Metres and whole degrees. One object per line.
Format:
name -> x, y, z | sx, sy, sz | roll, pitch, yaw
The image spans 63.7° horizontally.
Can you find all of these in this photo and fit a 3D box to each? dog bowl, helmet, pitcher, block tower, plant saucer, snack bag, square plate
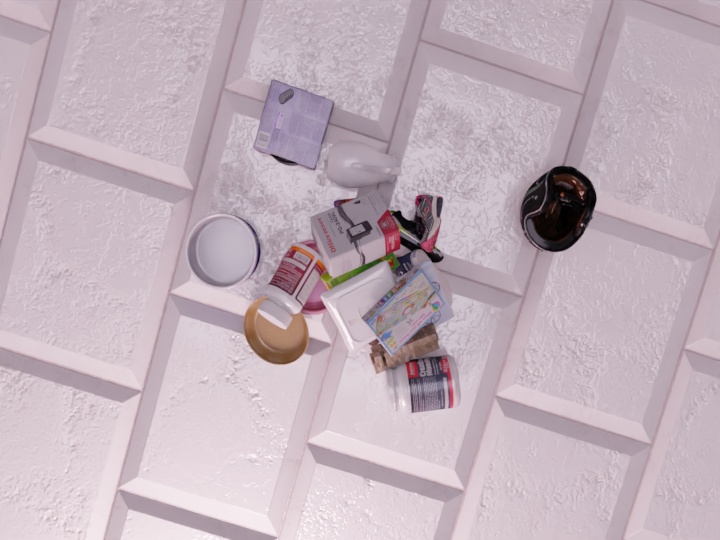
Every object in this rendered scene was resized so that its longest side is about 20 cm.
dog bowl -> -0.374, -0.053, 1.587 | 0.194, 0.079, 0.207 | 0, 93, -1
helmet -> 0.516, -0.155, 1.538 | 0.194, 0.192, 0.205 | 6, 55, -9
pitcher -> 0.010, -0.276, 1.532 | 0.194, 0.172, 0.125 | 6, 99, -2
block tower -> 0.120, 0.211, 1.568 | 0.195, 0.058, 0.055 | -23, 118, -2
plant saucer -> -0.132, 0.018, 1.610 | 0.194, 0.051, 0.207 | 0, 94, 0
snack bag -> 0.140, 0.090, 1.560 | 0.185, 0.022, 0.203 | -27, 117, 2
square plate -> 0.021, 0.102, 1.512 | 0.194, 0.029, 0.203 | -27, 117, 0
plant saucer -> -0.229, 0.161, 1.602 | 0.194, 0.035, 0.206 | 5, 108, 14

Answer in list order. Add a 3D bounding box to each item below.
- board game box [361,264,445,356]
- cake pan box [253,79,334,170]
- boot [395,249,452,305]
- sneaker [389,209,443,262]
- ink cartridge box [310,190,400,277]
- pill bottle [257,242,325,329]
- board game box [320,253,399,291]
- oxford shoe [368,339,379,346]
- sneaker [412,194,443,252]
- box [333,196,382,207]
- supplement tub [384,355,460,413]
board game box -> 0.113, 0.105, 1.501 | 0.199, 0.034, 0.135 | -42, 120, -6
cake pan box -> -0.182, -0.392, 1.583 | 0.179, 0.052, 0.206 | 16, 93, 0
boot -> 0.175, 0.029, 1.613 | 0.089, 0.073, 0.202 | -16, 119, 41
sneaker -> 0.157, -0.100, 1.595 | 0.197, 0.071, 0.084 | 33, 70, -13
ink cartridge box -> -0.015, -0.094, 1.471 | 0.195, 0.084, 0.147 | -23, 59, -10
pill bottle -> -0.179, 0.040, 1.504 | 0.108, 0.110, 0.203 | 31, 74, -3
board game box -> 0.000, 0.000, 1.534 | 0.199, 0.047, 0.103 | -39, 118, -13
oxford shoe -> 0.088, 0.132, 1.620 | 0.198, 0.071, 0.073 | -39, 113, 6
sneaker -> 0.176, -0.127, 1.552 | 0.072, 0.203, 0.082 | 11, 132, 0
box -> 0.003, -0.095, 1.584 | 0.133, 0.039, 0.207 | -8, 94, -26
supplement tub -> 0.168, 0.314, 1.588 | 0.194, 0.140, 0.145 | -7, 94, -1
